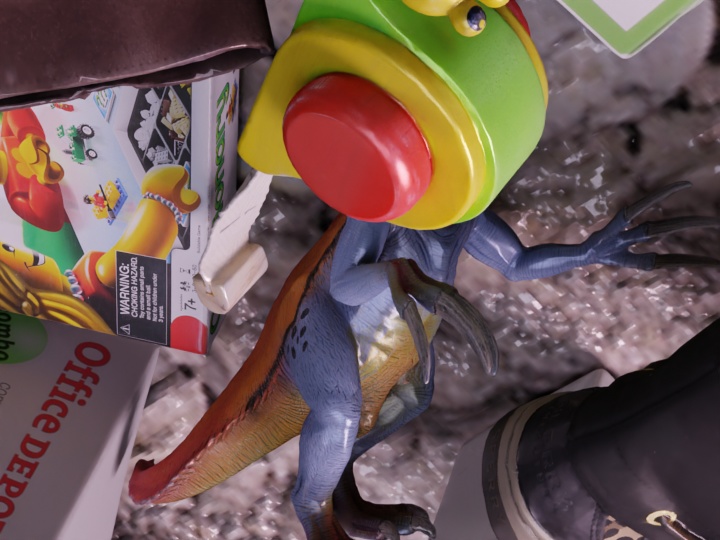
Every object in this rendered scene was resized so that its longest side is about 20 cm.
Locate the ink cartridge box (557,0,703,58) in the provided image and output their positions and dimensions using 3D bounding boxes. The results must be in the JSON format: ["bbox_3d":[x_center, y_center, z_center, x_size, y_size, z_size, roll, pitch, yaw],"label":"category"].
[{"bbox_3d":[0.025,-0.158,0.737,0.200,0.104,0.059,40,128,-13],"label":"ink cartridge box"}]

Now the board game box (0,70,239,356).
[{"bbox_3d":[-0.100,-0.072,0.892,0.125,0.035,0.201,12,130,11],"label":"board game box"}]

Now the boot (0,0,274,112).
[{"bbox_3d":[-0.120,-0.126,0.783,0.198,0.072,0.168,-5,85,14],"label":"boot"}]

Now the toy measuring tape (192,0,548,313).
[{"bbox_3d":[0.004,-0.028,0.795,0.073,0.074,0.200,25,147,-2],"label":"toy measuring tape"}]

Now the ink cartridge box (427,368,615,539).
[{"bbox_3d":[0.107,0.144,0.936,0.067,0.116,0.200,-32,111,35],"label":"ink cartridge box"}]

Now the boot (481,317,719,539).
[{"bbox_3d":[0.151,0.045,0.809,0.199,0.074,0.151,7,157,-23],"label":"boot"}]

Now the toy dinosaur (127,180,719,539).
[{"bbox_3d":[0.000,0.000,0.874,0.199,0.105,0.183,6,102,23],"label":"toy dinosaur"}]

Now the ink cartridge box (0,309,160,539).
[{"bbox_3d":[-0.189,0.084,0.962,0.199,0.147,0.147,19,122,2],"label":"ink cartridge box"}]
